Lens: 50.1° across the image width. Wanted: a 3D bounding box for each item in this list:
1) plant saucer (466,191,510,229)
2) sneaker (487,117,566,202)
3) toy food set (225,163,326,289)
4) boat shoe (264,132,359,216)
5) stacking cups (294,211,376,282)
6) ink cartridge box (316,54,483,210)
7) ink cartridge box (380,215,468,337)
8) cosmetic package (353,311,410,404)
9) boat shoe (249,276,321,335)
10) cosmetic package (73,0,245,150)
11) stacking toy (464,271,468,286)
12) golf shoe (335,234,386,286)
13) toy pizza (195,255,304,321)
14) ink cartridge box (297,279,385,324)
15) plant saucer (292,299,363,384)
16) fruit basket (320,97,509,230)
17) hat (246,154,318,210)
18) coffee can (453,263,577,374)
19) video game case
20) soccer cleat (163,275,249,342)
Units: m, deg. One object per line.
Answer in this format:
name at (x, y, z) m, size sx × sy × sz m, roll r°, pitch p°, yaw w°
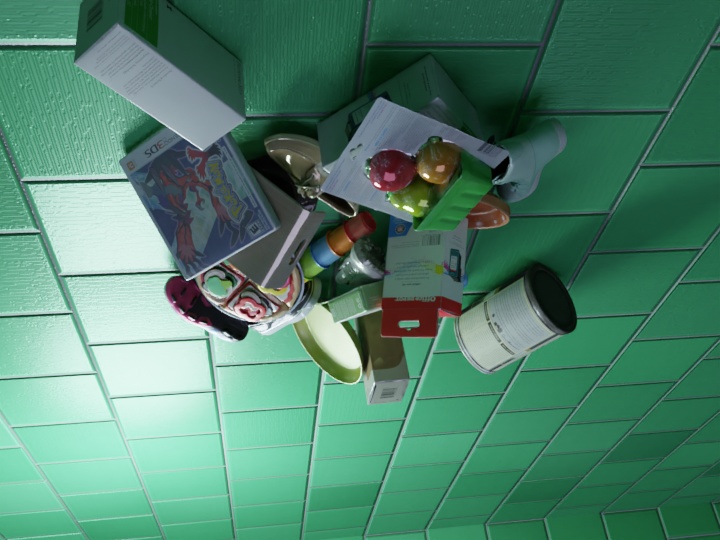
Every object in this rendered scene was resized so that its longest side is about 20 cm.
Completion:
plant saucer at (0.140, -0.107, 1.228) m, size 0.197 × 0.033 × 0.200 m, roll 10°, pitch 170°, yaw 2°
sneaker at (0.216, -0.152, 1.159) m, size 0.117 × 0.074 × 0.201 m, roll -22°, pitch 164°, yaw -18°
toy food set at (-0.163, -0.086, 1.125) m, size 0.199 × 0.060 × 0.144 m, roll 37°, pitch 116°, yaw 5°
boat shoe at (-0.066, -0.141, 1.152) m, size 0.071 × 0.066 × 0.199 m, roll -7°, pitch 156°, yaw 38°
stacking cups at (-0.055, -0.036, 1.341) m, size 0.199 × 0.061 × 0.060 m, roll -32°, pitch 140°, yaw 26°
ink cartridge box at (0.057, -0.189, 1.102) m, size 0.198 × 0.089 × 0.145 m, roll -25°, pitch 144°, yaw 26°
ink cartridge box at (0.101, 0.011, 1.229) m, size 0.115 × 0.203 × 0.067 m, roll -3°, pitch 166°, yaw 39°
cosmetic package at (0.037, 0.145, 1.494) m, size 0.070 × 0.202 × 0.106 m, roll -3°, pitch 146°, yaw -11°
boat shoe at (-0.154, 0.063, 1.459) m, size 0.066 × 0.071 × 0.199 m, roll 19°, pitch 146°, yaw -37°
cosmetic package at (-0.236, -0.250, 0.930) m, size 0.084 × 0.109 × 0.199 m, roll -28°, pitch 143°, yaw 27°
stacking toy at (0.145, 0.027, 1.450) m, size 0.115 × 0.111 × 0.200 m, roll -24°, pitch 157°, yaw 5°
golf shoe at (0.000, 0.000, 1.310) m, size 0.096 × 0.079 × 0.200 m, roll -29°, pitch 169°, yaw 5°
toy pizza at (-0.196, 0.017, 1.340) m, size 0.197 × 0.032 × 0.202 m, roll 4°, pitch 127°, yaw 5°
ink cartridge box at (0.001, 0.056, 1.352) m, size 0.144 × 0.049 × 0.199 m, roll -14°, pitch 173°, yaw -40°
plant saucer at (-0.059, 0.130, 1.502) m, size 0.031 × 0.200 × 0.201 m, roll -37°, pitch 160°, yaw -30°
fruit basket at (0.070, -0.139, 1.044) m, size 0.198 × 0.095 × 0.186 m, roll 21°, pitch 139°, yaw -16°
hat at (-0.156, -0.083, 1.198) m, size 0.197 × 0.082 × 0.202 m, roll -10°, pitch 141°, yaw -9°
coffee can at (0.305, 0.099, 1.532) m, size 0.145 × 0.148 × 0.199 m, roll 22°, pitch 137°, yaw -37°
video game case at (-0.231, -0.110, 1.095) m, size 0.181 × 0.202 × 0.023 m, roll -26°, pitch -173°, yaw 26°
soccer cleat at (-0.298, 0.076, 1.442) m, size 0.086 × 0.071 × 0.200 m, roll 5°, pitch 151°, yaw 50°
